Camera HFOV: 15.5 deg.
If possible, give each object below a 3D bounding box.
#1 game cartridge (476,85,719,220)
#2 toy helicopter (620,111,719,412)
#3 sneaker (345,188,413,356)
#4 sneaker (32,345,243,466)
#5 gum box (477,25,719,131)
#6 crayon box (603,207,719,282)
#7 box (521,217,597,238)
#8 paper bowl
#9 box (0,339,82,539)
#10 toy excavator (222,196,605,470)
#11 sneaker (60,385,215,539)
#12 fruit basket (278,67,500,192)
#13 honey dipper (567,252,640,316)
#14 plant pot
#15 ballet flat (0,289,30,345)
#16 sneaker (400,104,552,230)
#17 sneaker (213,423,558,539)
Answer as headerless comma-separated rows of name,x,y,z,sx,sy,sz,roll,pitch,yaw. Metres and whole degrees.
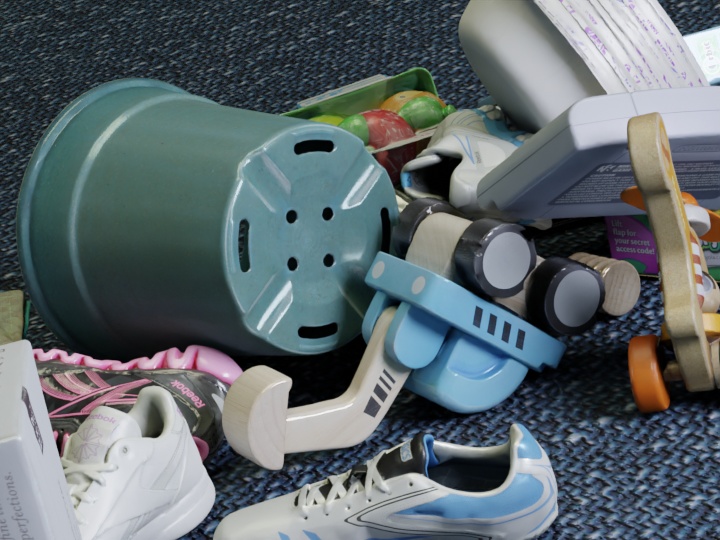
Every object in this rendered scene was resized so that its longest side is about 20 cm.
game cartridge,0.187,-0.073,1.641,0.199,0.042,0.133,-3,-24,-31
toy helicopter,0.190,-0.019,1.578,0.079,0.200,0.132,-7,42,15
sneaker,0.000,0.000,1.817,0.115,0.076,0.200,-27,28,-37
sneaker,-0.172,0.102,1.681,0.199,0.079,0.096,-8,33,16
gum box,0.202,-0.143,2.028,0.199,0.045,0.170,-17,1,-7
crayon box,0.294,-0.049,1.794,0.200,0.058,0.172,5,29,40
box,0.179,-0.076,1.960,0.199,0.035,0.110,-16,21,-7
paper bowl,0.143,-0.140,1.770,0.104,0.201,0.201,-39,25,-4
box,-0.243,0.166,1.368,0.199,0.200,0.131,-13,22,0
toy excavator,0.031,0.053,1.648,0.194,0.200,0.100,27,-4,-34
sneaker,-0.164,0.139,1.532,0.075,0.100,0.200,4,28,32
fruit basket,0.009,-0.101,1.995,0.185,0.094,0.200,-20,1,-6
honey dipper,0.116,0.000,1.816,0.038,0.038,0.200,-25,20,-28
plant pot,-0.089,-0.025,1.739,0.200,0.201,0.196,-29,22,-36
ballet flat,-0.261,0.056,1.825,0.062,0.068,0.200,20,16,-15
sneaker,0.064,-0.070,1.790,0.086,0.075,0.200,-3,8,-14
sneaker,0.011,0.128,1.495,0.199,0.073,0.072,-11,23,8
